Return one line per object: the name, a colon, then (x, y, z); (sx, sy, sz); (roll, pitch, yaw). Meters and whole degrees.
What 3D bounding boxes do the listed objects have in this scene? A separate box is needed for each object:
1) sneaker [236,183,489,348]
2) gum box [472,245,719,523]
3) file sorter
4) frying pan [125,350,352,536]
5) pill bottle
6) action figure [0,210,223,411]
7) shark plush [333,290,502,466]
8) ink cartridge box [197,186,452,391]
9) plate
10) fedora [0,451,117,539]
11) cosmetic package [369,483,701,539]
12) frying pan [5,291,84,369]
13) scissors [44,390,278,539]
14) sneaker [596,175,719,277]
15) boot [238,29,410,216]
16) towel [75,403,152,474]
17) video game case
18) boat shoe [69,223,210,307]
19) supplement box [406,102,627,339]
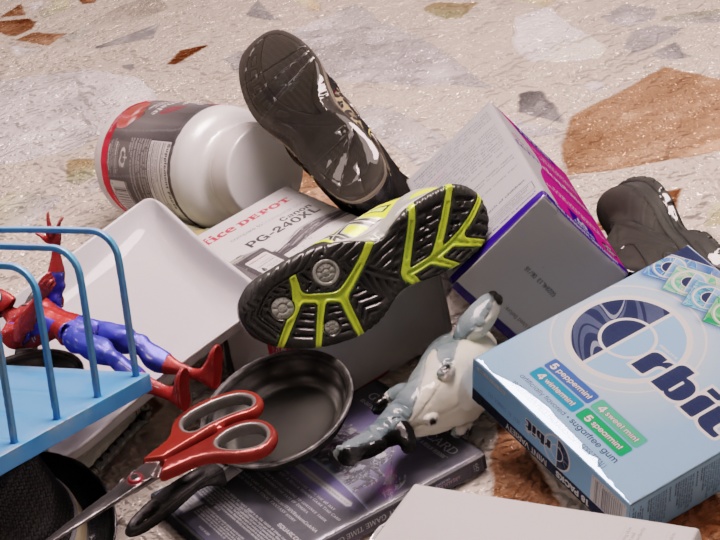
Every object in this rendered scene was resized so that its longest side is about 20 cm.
sneaker: (0.000, 0.000, 1.505); (0.199, 0.076, 0.076); (-25, 10, -13)
gum box: (0.207, 0.081, 1.407); (0.200, 0.045, 0.170); (-25, 47, -24)
file sorter: (-0.259, 0.052, 1.363); (0.138, 0.123, 0.200); (2, 16, 29)
frying pan: (-0.073, 0.128, 1.435); (0.115, 0.031, 0.190); (3, 45, 30)
pill bottle: (-0.141, -0.094, 1.805); (0.111, 0.111, 0.200); (-31, 24, -32)
action figure: (-0.196, 0.025, 1.475); (0.199, 0.099, 0.065); (14, 26, 28)
shark plush: (0.047, 0.099, 1.459); (0.083, 0.091, 0.200); (-5, 31, 37)
ink cartridge box: (-0.049, 0.020, 1.619); (0.145, 0.084, 0.200); (-31, 34, -29)
plate: (-0.190, 0.047, 1.565); (0.200, 0.032, 0.199); (-39, 40, -12)
fedora: (-0.268, 0.176, 1.371); (0.200, 0.092, 0.201); (-8, 44, 8)
cosmetic package: (0.100, 0.203, 1.235); (0.199, 0.081, 0.113); (5, 32, 31)
frying pan: (-0.267, 0.082, 1.519); (0.115, 0.031, 0.190); (-24, 28, -11)
scissors: (-0.147, 0.136, 1.392); (0.200, 0.014, 0.073); (-24, 41, -21)
sneaker: (0.219, -0.011, 1.591); (0.091, 0.076, 0.200); (-24, 27, -6)
boot: (-0.018, -0.103, 1.715); (0.073, 0.151, 0.200); (-41, 55, 1)
towel: (-0.286, 0.146, 1.535); (0.192, 0.035, 0.200); (5, 33, 27)
video game case: (-0.031, 0.150, 1.446); (0.200, 0.019, 0.143); (-25, 31, -24)
boat shoe: (-0.181, 0.011, 1.699); (0.062, 0.074, 0.200); (-1, 29, 24)
supplement box: (0.119, -0.035, 1.597); (0.103, 0.101, 0.200); (-44, 25, 11)
